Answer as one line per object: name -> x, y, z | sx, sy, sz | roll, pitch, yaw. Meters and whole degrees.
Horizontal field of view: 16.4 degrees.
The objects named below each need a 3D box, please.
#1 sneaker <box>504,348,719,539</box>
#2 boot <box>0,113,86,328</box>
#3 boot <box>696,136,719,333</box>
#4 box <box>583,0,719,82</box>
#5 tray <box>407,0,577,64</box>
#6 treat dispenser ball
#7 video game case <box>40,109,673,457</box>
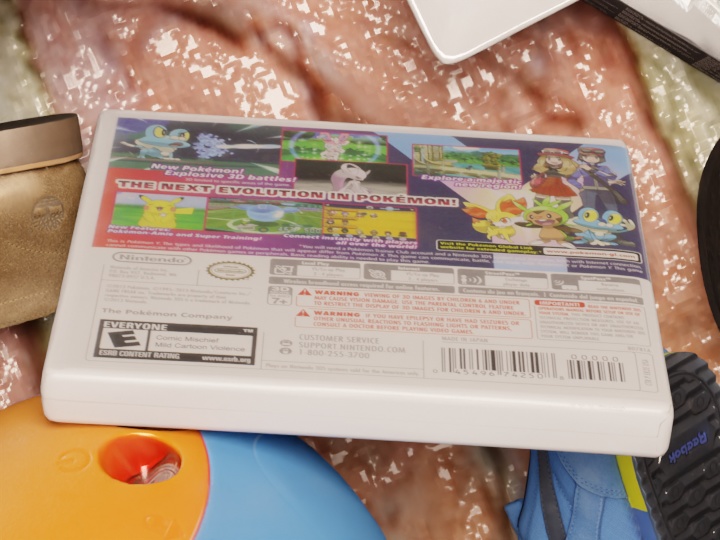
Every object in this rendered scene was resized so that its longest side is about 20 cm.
sneaker -> 0.098, 0.119, 0.914 | 0.066, 0.078, 0.201 | -22, 108, -42
boot -> -0.194, -0.003, 0.900 | 0.199, 0.074, 0.076 | -10, 99, -4
boot -> 0.222, -0.053, 0.899 | 0.199, 0.068, 0.189 | 2, 96, -29
box -> 0.114, -0.174, 0.916 | 0.199, 0.050, 0.158 | 32, 89, -1
tray -> 0.093, -0.163, 0.879 | 0.199, 0.022, 0.108 | -27, 90, -1
treat dispenser ball -> -0.079, 0.137, 0.831 | 0.200, 0.201, 0.202 | 0, 89, -1
video game case -> 0.000, 0.000, 0.854 | 0.199, 0.183, 0.023 | 3, 121, -1
